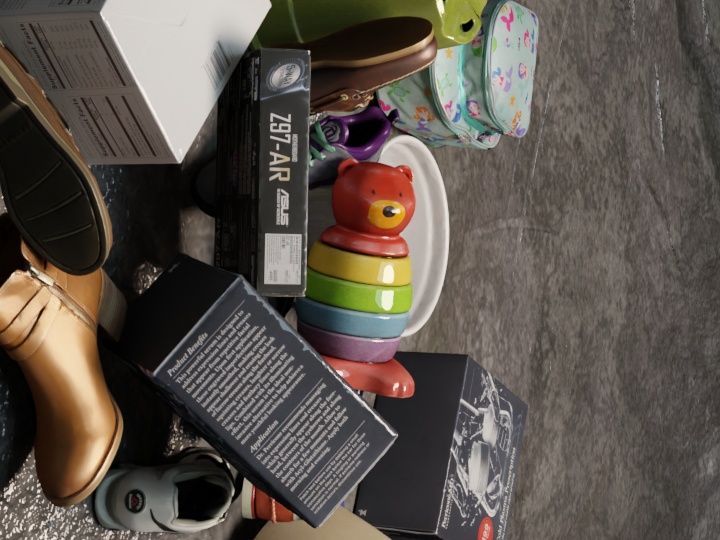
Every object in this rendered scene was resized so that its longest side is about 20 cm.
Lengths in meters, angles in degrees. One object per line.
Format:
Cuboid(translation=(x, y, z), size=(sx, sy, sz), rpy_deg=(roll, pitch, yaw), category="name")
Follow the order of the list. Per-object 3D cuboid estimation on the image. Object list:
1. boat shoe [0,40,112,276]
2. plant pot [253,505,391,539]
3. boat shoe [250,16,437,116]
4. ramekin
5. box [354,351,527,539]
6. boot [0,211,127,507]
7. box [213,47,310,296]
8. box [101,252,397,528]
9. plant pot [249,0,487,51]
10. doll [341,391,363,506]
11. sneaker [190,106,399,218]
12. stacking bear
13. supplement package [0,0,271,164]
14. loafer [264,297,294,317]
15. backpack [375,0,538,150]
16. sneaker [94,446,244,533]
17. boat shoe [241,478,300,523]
Cuboid(translation=(-0.239, -0.093, 1.374), size=(0.200, 0.072, 0.068), rpy_deg=(62, 17, -17), category="boat shoe")
Cuboid(translation=(0.008, 0.331, 1.728), size=(0.187, 0.200, 0.188), rpy_deg=(-26, 124, -45), category="plant pot")
Cuboid(translation=(-0.019, -0.179, 1.696), size=(0.070, 0.199, 0.070), rpy_deg=(-71, 146, -50), category="boat shoe")
Cuboid(translation=(0.001, -0.035, 1.840), size=(0.200, 0.105, 0.201), rpy_deg=(-6, 97, -61), category="ramekin")
Cuboid(translation=(0.091, 0.212, 2.027), size=(0.182, 0.104, 0.201), rpy_deg=(38, 58, -55), category="box")
Cuboid(translation=(-0.247, 0.067, 1.414), size=(0.155, 0.073, 0.201), rpy_deg=(47, 39, -55), category="boot")
Cuboid(translation=(-0.085, -0.080, 1.555), size=(0.160, 0.043, 0.201), rpy_deg=(-178, -91, -73), category="box")
Cuboid(translation=(-0.092, 0.096, 1.525), size=(0.107, 0.148, 0.200), rpy_deg=(-48, 112, -10), category="box")
Cuboid(translation=(0.015, -0.272, 1.762), size=(0.200, 0.189, 0.201), rpy_deg=(-9, 100, -62), category="plant pot")
Cuboid(translation=(-0.026, 0.160, 1.859), size=(0.136, 0.048, 0.201), rpy_deg=(17, 80, -62), category="doll")
Cuboid(translation=(-0.060, -0.108, 1.671), size=(0.200, 0.088, 0.075), rpy_deg=(-20, 69, -32), category="sneaker")
Cuboid(translation=(0.000, 0.000, 1.678), size=(0.114, 0.121, 0.201), rpy_deg=(-139, -122, -72), category="stacking bear")
Cuboid(translation=(-0.179, -0.206, 1.480), size=(0.200, 0.111, 0.156), rpy_deg=(-64, 144, -38), category="supplement package")
Cuboid(translation=(-0.110, 0.060, 1.685), size=(0.070, 0.068, 0.201), rpy_deg=(28, 69, -38), category="loafer")
Cuboid(translation=(0.100, -0.223, 1.984), size=(0.200, 0.150, 0.178), rpy_deg=(16, 79, -57), category="backpack")
Cuboid(translation=(-0.139, 0.197, 1.609), size=(0.200, 0.088, 0.074), rpy_deg=(-6, 95, -63), category="sneaker")
Cuboid(translation=(-0.063, 0.155, 1.737), size=(0.200, 0.062, 0.071), rpy_deg=(-78, 167, -48), category="boat shoe")
